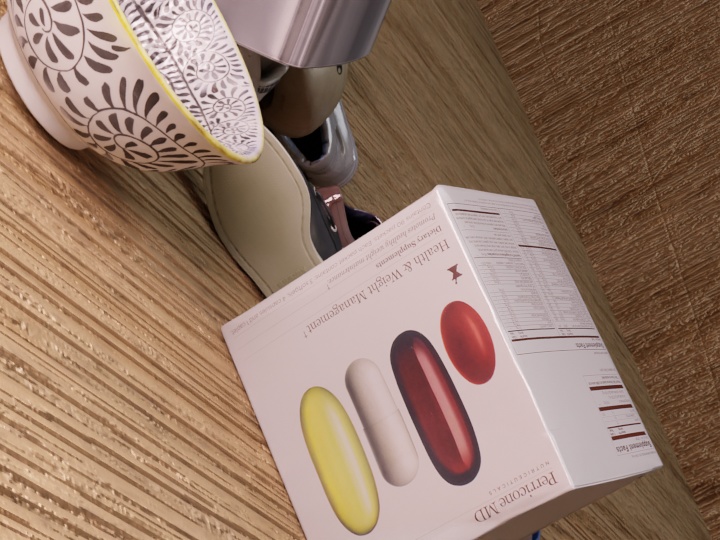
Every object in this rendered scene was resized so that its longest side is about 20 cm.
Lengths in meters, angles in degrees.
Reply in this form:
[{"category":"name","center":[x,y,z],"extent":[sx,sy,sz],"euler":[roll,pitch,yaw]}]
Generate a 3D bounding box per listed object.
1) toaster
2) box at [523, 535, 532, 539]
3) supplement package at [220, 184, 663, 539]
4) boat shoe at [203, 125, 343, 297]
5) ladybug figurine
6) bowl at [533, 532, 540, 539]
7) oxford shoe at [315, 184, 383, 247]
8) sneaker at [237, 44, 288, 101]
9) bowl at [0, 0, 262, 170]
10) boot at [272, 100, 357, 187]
[{"category":"toaster","center":[-0.059,-0.231,1.138],"extent":[0.199,0.120,0.181],"euler":[25,19,12]},{"category":"box","center":[0.092,0.188,1.232],"extent":[0.200,0.059,0.118],"euler":[-87,178,-65]},{"category":"supplement package","center":[0.051,0.082,1.044],"extent":[0.147,0.191,0.201],"euler":[2,59,-59]},{"category":"boat shoe","center":[-0.055,-0.030,1.175],"extent":[0.200,0.074,0.066],"euler":[58,11,-21]},{"category":"ladybug figurine","center":[-0.074,-0.197,1.316],"extent":[0.201,0.071,0.136],"euler":[53,-28,26]},{"category":"bowl","center":[0.102,0.163,1.469],"extent":[0.201,0.039,0.201],"euler":[57,14,-23]},{"category":"oxford shoe","center":[0.000,0.000,1.326],"extent":[0.200,0.072,0.072],"euler":[47,19,-51]},{"category":"sneaker","center":[-0.123,-0.163,1.164],"extent":[0.077,0.080,0.200],"euler":[68,15,16]},{"category":"bowl","center":[-0.147,-0.131,0.936],"extent":[0.202,0.094,0.201],"euler":[57,14,-22]},{"category":"boot","center":[-0.058,-0.174,1.445],"extent":[0.096,0.073,0.201],"euler":[39,27,-76]}]
